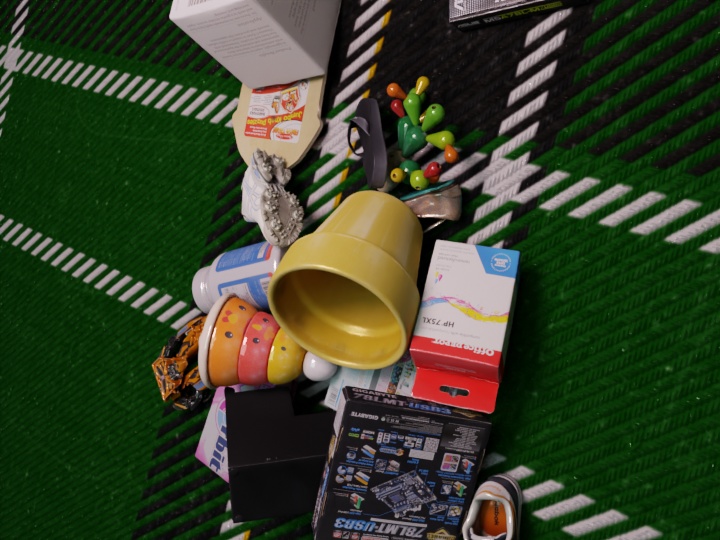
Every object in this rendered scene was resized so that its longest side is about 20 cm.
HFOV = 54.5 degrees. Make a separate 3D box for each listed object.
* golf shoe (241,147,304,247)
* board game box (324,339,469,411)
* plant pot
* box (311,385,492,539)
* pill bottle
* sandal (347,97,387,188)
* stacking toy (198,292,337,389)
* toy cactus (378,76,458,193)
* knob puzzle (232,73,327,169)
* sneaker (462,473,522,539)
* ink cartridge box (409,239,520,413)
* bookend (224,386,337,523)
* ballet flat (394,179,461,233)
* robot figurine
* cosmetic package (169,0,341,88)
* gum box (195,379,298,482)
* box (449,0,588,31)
[{"bbox_3d":[-0.148,-0.096,1.110,0.097,0.078,0.201,-48,39,32],"label":"golf shoe"},{"bbox_3d":[0.058,0.163,1.009,0.199,0.064,0.149,23,100,34],"label":"board game box"},{"bbox_3d":[0.000,0.000,0.954,0.199,0.202,0.190,-3,43,33],"label":"plant pot"},{"bbox_3d":[0.052,0.265,0.911,0.197,0.050,0.201,10,103,-10],"label":"box"},{"bbox_3d":[-0.178,0.016,1.145,0.198,0.112,0.114,-12,80,32],"label":"pill bottle"},{"bbox_3d":[0.006,-0.194,1.018,0.201,0.042,0.077,-100,14,-53],"label":"sandal"},{"bbox_3d":[-0.129,0.120,1.043,0.197,0.146,0.148,10,92,8],"label":"stacking toy"},{"bbox_3d":[0.063,-0.174,1.004,0.165,0.101,0.202,-51,40,45],"label":"toy cactus"},{"bbox_3d":[-0.139,-0.250,1.188,0.217,0.030,0.223,-3,85,32],"label":"knob puzzle"},{"bbox_3d":[0.173,0.374,0.909,0.078,0.079,0.203,-7,84,31],"label":"sneaker"},{"bbox_3d":[0.135,0.070,0.903,0.115,0.067,0.202,8,66,17],"label":"ink cartridge box"},{"bbox_3d":[-0.095,0.249,1.014,0.200,0.196,0.093,-120,27,-64],"label":"bookend"},{"bbox_3d":[0.059,-0.079,1.029,0.198,0.068,0.068,-9,106,34],"label":"ballet flat"},{"bbox_3d":[-0.298,0.161,1.244,0.199,0.058,0.146,-37,67,25],"label":"robot figurine"},{"bbox_3d":[-0.156,-0.416,1.091,0.163,0.200,0.167,0,71,31],"label":"cosmetic package"},{"bbox_3d":[-0.188,0.242,1.161,0.113,0.066,0.202,24,99,33],"label":"gum box"},{"bbox_3d":[0.216,-0.451,0.962,0.191,0.047,0.203,0,86,31],"label":"box"}]
